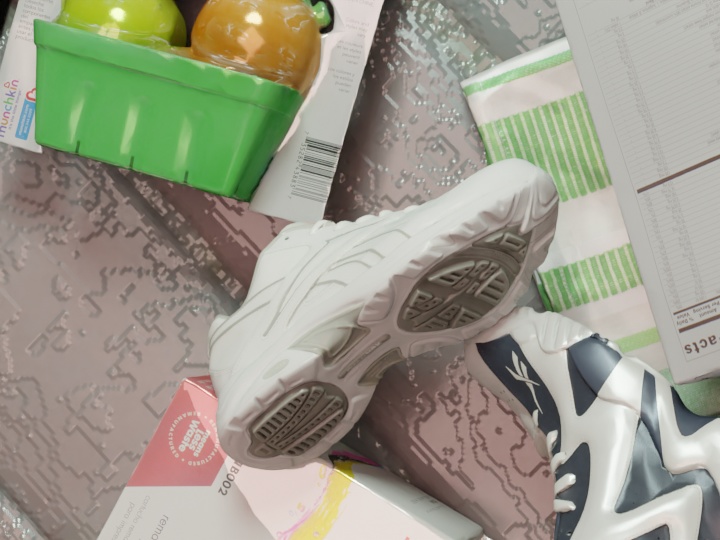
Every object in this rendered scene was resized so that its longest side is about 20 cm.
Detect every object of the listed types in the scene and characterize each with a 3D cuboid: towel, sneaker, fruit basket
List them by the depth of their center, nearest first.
[{"bbox_3d":[0.101,0.106,1.245,0.199,0.080,0.130,31,76,27],"label":"sneaker"},{"bbox_3d":[0.000,0.000,1.281,0.200,0.078,0.099,-36,50,11],"label":"sneaker"},{"bbox_3d":[0.147,-0.026,1.318,0.152,0.023,0.200,-22,84,12],"label":"towel"},{"bbox_3d":[-0.077,-0.138,1.351,0.185,0.094,0.200,15,84,13],"label":"fruit basket"}]

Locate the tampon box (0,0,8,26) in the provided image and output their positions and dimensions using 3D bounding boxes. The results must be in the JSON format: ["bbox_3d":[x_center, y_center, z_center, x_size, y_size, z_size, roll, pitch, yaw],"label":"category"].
[{"bbox_3d":[-0.258,-0.178,1.369,0.150,0.126,0.200,18,94,14],"label":"tampon box"}]

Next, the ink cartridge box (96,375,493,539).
[{"bbox_3d":[-0.021,0.149,1.336,0.200,0.067,0.117,29,97,12],"label":"ink cartridge box"}]

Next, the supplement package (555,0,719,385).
[{"bbox_3d":[0.183,-0.064,1.220,0.114,0.109,0.200,-23,81,47],"label":"supplement package"}]
